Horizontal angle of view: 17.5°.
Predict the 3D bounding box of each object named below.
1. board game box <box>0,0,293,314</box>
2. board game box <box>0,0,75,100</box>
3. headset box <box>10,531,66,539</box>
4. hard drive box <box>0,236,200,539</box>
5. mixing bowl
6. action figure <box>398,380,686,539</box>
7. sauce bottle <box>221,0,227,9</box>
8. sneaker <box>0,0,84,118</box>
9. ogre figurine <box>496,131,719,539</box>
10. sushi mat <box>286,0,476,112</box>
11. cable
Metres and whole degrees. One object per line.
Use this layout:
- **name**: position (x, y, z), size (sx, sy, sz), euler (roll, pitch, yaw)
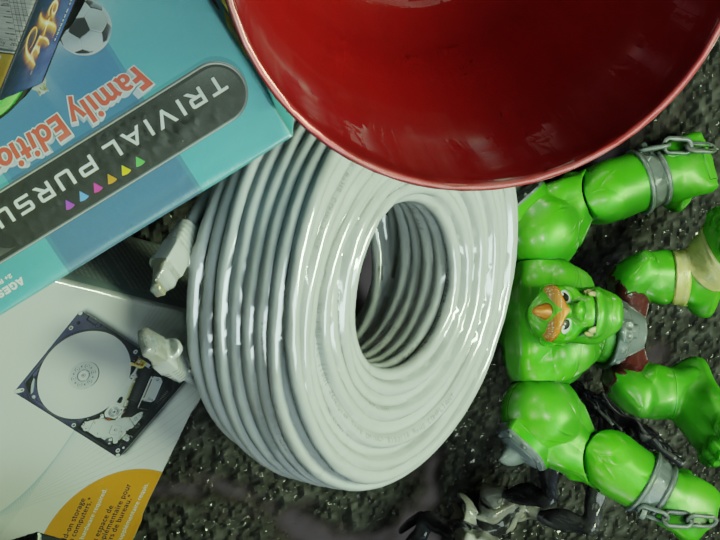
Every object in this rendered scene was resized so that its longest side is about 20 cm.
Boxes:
- **board game box**: position (-0.141, -0.103, 0.938), size (0.150, 0.047, 0.201), euler (-31, 104, 6)
- **board game box**: position (-0.174, -0.168, 0.811), size (0.136, 0.199, 0.035), euler (-63, 168, 24)
- **headset box**: position (-0.149, 0.201, 1.096), size (0.199, 0.093, 0.174), euler (-19, 150, 40)
- **hard drive box**: position (-0.183, 0.051, 1.060), size (0.199, 0.077, 0.157), euler (14, 111, -33)
- **mixing bowl**: position (0.033, -0.139, 0.855), size (0.199, 0.108, 0.202), euler (-5, 108, -15)
- **action figure**: position (0.079, 0.155, 1.247), size (0.119, 0.102, 0.200), euler (32, 98, -39)
- **sauce bottle**: position (-0.088, -0.164, 0.983), size (0.064, 0.065, 0.201), euler (-11, 116, -21)
- **sneaker**: position (-0.104, -0.130, 0.865), size (0.084, 0.077, 0.200), euler (-9, 143, -54)
- **ogre figurine**: position (0.125, 0.032, 1.179), size (0.119, 0.098, 0.202), euler (2, 100, -14)
- **sushi mat**: position (-0.002, -0.167, 0.902), size (0.095, 0.012, 0.201), euler (-14, 111, -11)
- **cable**: position (0.000, 0.000, 1.076), size (0.201, 0.069, 0.200), euler (-63, 143, -20)
